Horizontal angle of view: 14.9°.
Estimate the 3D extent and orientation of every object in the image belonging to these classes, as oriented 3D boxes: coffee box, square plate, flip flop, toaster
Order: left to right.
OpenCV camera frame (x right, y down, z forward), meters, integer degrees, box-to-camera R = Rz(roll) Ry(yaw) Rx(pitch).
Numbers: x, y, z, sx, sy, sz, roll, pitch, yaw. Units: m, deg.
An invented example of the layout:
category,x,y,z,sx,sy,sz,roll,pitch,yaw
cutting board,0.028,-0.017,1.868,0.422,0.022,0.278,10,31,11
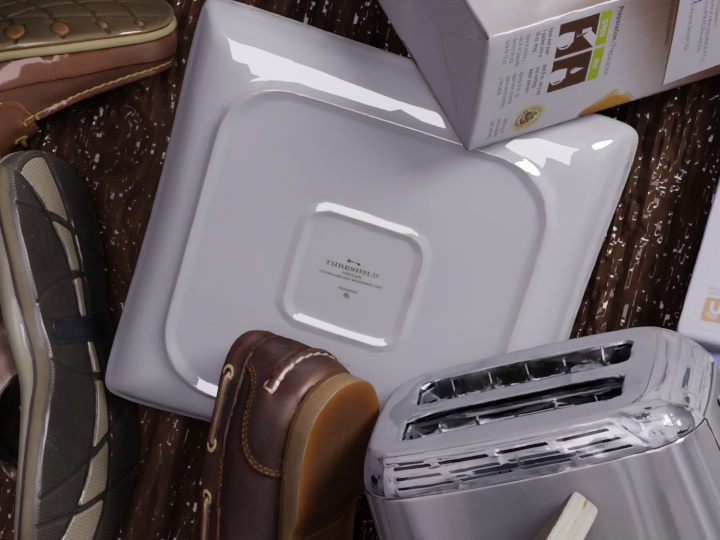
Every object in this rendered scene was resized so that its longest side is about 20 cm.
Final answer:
category,x,y,z,sx,sy,sz,roll,pitch,yaw
flip flop,-0.152,0.045,1.275,0.058,0.081,0.200,-13,82,28
square plate,0.000,0.000,1.225,0.200,0.028,0.198,17,111,2
toaster,0.084,0.107,1.182,0.200,0.114,0.129,-12,109,18
coffee box,0.116,-0.140,1.193,0.200,0.080,0.114,-17,57,-17

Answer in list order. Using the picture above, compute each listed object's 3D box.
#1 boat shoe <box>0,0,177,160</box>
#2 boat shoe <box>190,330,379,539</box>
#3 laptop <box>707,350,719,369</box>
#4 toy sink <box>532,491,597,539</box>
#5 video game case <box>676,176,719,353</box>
category,x,y,z,sx,sy,sz,roll,pitch,yaw
boat shoe,-0.181,-0.084,1.298,0.200,0.072,0.068,-13,116,-1
boat shoe,-0.042,0.123,1.233,0.070,0.070,0.200,26,113,33
laptop,0.264,0.038,1.187,0.116,0.200,0.187,34,91,-30
toy sink,0.061,0.210,1.092,0.112,0.130,0.200,37,114,3
video game case,0.253,-0.037,1.200,0.200,0.023,0.182,11,78,29
